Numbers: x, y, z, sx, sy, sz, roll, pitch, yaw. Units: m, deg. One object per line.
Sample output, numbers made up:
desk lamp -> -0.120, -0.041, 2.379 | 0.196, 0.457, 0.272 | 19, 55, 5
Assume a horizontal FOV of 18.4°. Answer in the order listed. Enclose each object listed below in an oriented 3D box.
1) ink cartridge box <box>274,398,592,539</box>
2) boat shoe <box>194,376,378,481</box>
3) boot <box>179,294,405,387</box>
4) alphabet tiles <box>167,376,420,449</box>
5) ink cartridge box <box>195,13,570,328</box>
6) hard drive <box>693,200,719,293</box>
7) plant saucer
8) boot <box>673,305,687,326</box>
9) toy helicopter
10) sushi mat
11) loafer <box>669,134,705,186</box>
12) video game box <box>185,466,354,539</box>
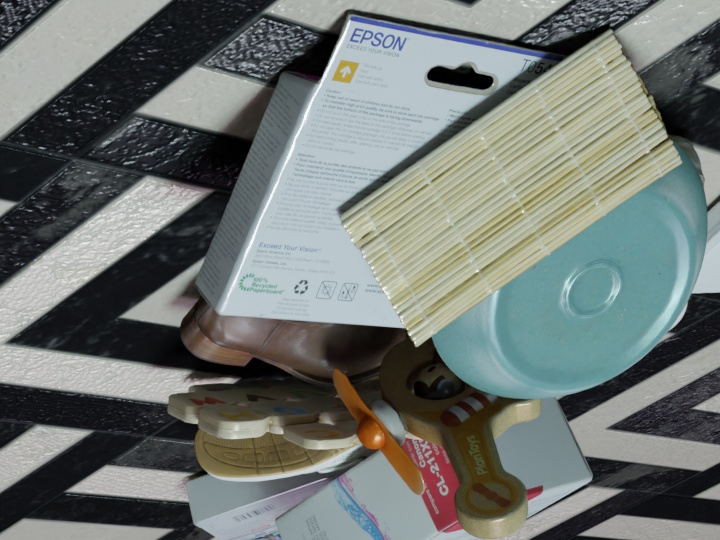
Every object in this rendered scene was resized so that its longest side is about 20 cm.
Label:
ink cartridge box -> 0.054, 0.176, 1.713 | 0.200, 0.083, 0.145 | -36, 163, 37
boat shoe -> -0.027, 0.126, 1.705 | 0.199, 0.071, 0.069 | -13, 155, -6
boot -> 0.000, 0.000, 1.468 | 0.185, 0.065, 0.200 | 1, 147, -36
alphabet tiles -> -0.030, 0.095, 1.579 | 0.199, 0.015, 0.195 | -2, -170, -30
ink cartridge box -> 0.021, -0.059, 1.323 | 0.195, 0.043, 0.201 | 6, 118, -39
hard drive -> 0.310, -0.041, 1.593 | 0.131, 0.026, 0.200 | -2, 153, -28
plant saucer -> 0.137, 0.004, 1.384 | 0.199, 0.036, 0.201 | -13, 126, -19
boot -> 0.144, 0.041, 1.638 | 0.199, 0.073, 0.090 | -11, 165, 12
toy helicopter -> 0.058, 0.105, 1.458 | 0.131, 0.200, 0.079 | -10, 125, -6
sushi mat -> 0.090, -0.048, 1.309 | 0.199, 0.096, 0.012 | -35, -163, -4
loafer -> 0.160, -0.018, 1.500 | 0.070, 0.070, 0.200 | 0, 152, -31
video game box -> -0.022, 0.186, 1.875 | 0.199, 0.047, 0.182 | -20, 153, 10
